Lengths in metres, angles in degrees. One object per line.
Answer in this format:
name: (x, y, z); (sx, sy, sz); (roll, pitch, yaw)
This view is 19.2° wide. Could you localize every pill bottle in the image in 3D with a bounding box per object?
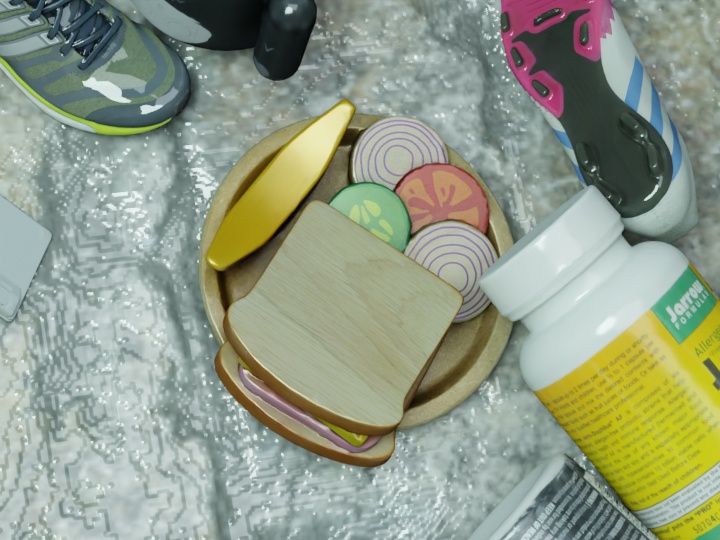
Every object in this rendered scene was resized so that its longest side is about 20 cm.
pill bottle: (0.158, 0.057, 1.162); (0.113, 0.113, 0.200); (-40, 92, -20)
pill bottle: (0.143, 0.201, 1.130); (0.200, 0.106, 0.106); (43, 70, 2)

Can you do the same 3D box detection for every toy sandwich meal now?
toy sandwich meal: (0.000, 0.000, 1.173); (0.204, 0.070, 0.207); (4, 74, -12)

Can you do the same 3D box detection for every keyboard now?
keyboard: (-0.238, -0.046, 1.103); (0.200, 0.011, 0.057); (40, 58, -40)

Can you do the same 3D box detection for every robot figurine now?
robot figurine: (-0.066, -0.194, 1.145); (0.150, 0.200, 0.125); (35, 69, -1)

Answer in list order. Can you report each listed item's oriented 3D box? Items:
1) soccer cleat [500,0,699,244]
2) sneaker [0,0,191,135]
soccer cleat: (0.139, -0.099, 1.244); (0.070, 0.086, 0.201); (-29, 59, 17)
sneaker: (-0.180, -0.146, 1.168); (0.199, 0.081, 0.074); (32, 70, -2)
